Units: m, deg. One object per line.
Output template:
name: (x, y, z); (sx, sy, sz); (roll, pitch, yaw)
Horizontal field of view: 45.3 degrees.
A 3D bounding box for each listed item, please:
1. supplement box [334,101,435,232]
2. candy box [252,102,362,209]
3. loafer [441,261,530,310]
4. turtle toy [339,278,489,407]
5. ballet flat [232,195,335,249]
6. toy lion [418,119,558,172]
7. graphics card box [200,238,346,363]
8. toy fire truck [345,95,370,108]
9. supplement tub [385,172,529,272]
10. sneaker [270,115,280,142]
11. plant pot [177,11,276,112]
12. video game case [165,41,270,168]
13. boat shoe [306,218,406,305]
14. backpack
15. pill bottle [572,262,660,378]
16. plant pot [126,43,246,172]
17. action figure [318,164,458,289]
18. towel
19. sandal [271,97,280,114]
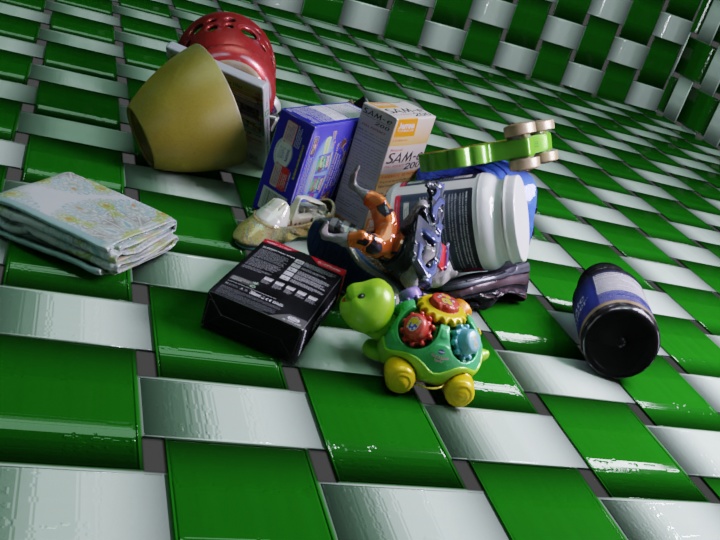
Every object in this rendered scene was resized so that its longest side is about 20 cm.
supplement box: (0.037, -0.170, 1.420); (0.073, 0.204, 0.125); (30, 26, 27)
candy box: (-0.070, -0.177, 1.395); (0.076, 0.172, 0.199); (31, 26, 22)
loafer: (0.195, 0.031, 1.284); (0.071, 0.065, 0.198); (-5, 6, 43)
turtle toy: (0.066, 0.073, 1.041); (0.196, 0.103, 0.146); (15, 24, -10)
ballet flat: (-0.108, -0.078, 1.282); (0.070, 0.072, 0.198); (34, 28, 32)
toy lion: (0.189, -0.180, 1.312); (0.188, 0.070, 0.199); (-6, 8, 27)
graphics card box: (-0.101, 0.031, 1.071); (0.123, 0.052, 0.200); (22, 23, 5)
toy fire truck: (0.040, -0.222, 1.615); (0.178, 0.127, 0.200); (61, 11, 12)
supplement tub: (0.141, -0.067, 1.271); (0.196, 0.144, 0.140); (-4, 16, 21)
sneaker: (-0.123, -0.242, 1.635); (0.197, 0.077, 0.116); (23, 16, -17)
plant pot: (-0.254, -0.360, 1.629); (0.196, 0.203, 0.184); (11, 33, -16)
video game case: (-0.244, -0.284, 1.497); (0.197, 0.184, 0.022); (25, 53, 15)
boat shoe: (0.000, 0.000, 1.204); (0.072, 0.073, 0.200); (-2, 41, -48)
backpack: (0.186, -0.099, 1.418); (0.165, 0.166, 0.200); (-9, 25, -25)
pill bottle: (0.372, 0.065, 1.276); (0.110, 0.114, 0.201); (19, 23, 1)
plant pot: (-0.288, -0.239, 1.376); (0.140, 0.203, 0.200); (-26, 42, -20)
action figure: (0.049, -0.051, 1.152); (0.192, 0.105, 0.202); (36, 40, -11)
towel: (-0.349, -0.061, 1.093); (0.197, 0.049, 0.171); (24, 21, 11)
sandal: (-0.263, -0.384, 1.842); (0.200, 0.083, 0.050); (26, 67, 12)
